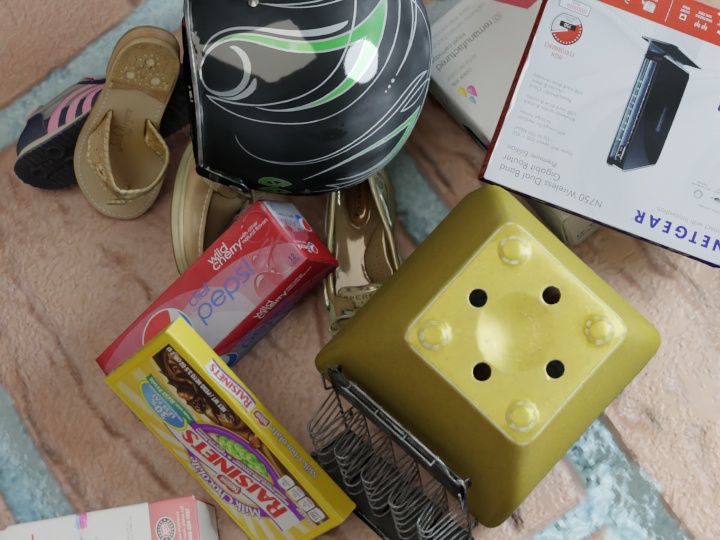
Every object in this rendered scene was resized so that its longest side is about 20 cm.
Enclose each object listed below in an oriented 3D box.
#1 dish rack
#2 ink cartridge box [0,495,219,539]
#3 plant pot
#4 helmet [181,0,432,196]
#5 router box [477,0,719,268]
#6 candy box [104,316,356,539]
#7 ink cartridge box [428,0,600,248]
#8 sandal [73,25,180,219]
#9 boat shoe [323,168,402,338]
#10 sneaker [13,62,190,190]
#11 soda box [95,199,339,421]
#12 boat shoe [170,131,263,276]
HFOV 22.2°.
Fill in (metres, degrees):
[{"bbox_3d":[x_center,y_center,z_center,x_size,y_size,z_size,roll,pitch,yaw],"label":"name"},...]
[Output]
[{"bbox_3d":[0.021,0.153,1.374,0.153,0.200,0.055,39,75,18],"label":"dish rack"},{"bbox_3d":[-0.213,0.255,1.467,0.200,0.068,0.117,-10,74,9],"label":"ink cartridge box"},{"bbox_3d":[0.101,0.054,1.345,0.195,0.200,0.194,43,82,4],"label":"plant pot"},{"bbox_3d":[-0.039,-0.158,1.409,0.190,0.200,0.200,-5,75,-7],"label":"helmet"},{"bbox_3d":[0.212,-0.118,1.378,0.200,0.049,0.180,20,90,-2],"label":"router box"},{"bbox_3d":[-0.102,0.133,1.423,0.200,0.102,0.026,48,47,-6],"label":"candy box"},{"bbox_3d":[0.156,-0.143,1.472,0.148,0.086,0.200,-41,70,0],"label":"ink cartridge box"},{"bbox_3d":[-0.187,-0.095,1.472,0.077,0.212,0.070,8,46,-12],"label":"sandal"},{"bbox_3d":[0.000,0.000,1.483,0.073,0.063,0.200,-12,74,9],"label":"boat shoe"},{"bbox_3d":[-0.210,-0.141,1.538,0.200,0.070,0.082,-21,49,27],"label":"sneaker"},{"bbox_3d":[-0.115,0.034,1.476,0.200,0.063,0.070,-44,70,16],"label":"soda box"},{"bbox_3d":[-0.110,-0.085,1.525,0.064,0.071,0.200,6,77,15],"label":"boat shoe"}]
